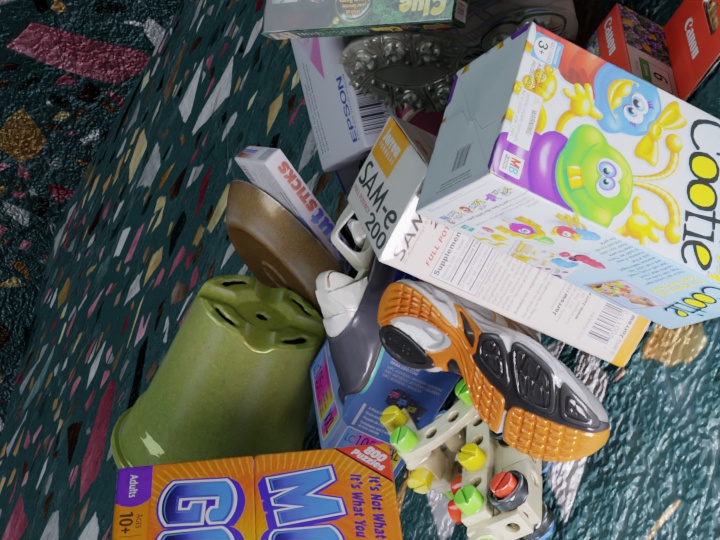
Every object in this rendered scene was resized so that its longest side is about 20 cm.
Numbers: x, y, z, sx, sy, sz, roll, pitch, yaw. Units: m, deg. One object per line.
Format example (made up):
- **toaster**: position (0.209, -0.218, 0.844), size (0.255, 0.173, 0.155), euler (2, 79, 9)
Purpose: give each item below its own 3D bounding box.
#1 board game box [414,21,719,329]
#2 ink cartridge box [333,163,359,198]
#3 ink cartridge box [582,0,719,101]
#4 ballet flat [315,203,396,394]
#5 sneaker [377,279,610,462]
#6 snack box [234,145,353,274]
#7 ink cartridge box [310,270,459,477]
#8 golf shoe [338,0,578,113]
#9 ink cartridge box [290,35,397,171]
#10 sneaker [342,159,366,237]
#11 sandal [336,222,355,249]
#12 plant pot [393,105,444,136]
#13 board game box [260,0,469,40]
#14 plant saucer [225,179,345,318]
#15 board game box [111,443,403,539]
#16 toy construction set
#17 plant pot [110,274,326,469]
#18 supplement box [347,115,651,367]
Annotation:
- **board game box**: position (0.153, -0.054, 0.934), size (0.105, 0.198, 0.104), euler (-23, 46, 64)
- **ink cartridge box**: position (0.009, -0.187, 1.578), size (0.075, 0.137, 0.201), euler (-8, 46, 15)
- **ink cartridge box**: position (0.199, -0.141, 1.142), size (0.200, 0.050, 0.110), euler (-54, 22, 36)
- **ballet flat**: position (0.000, 0.000, 1.225), size (0.073, 0.073, 0.202), euler (-25, 44, 63)
- **sneaker**: position (0.107, 0.057, 1.046), size (0.200, 0.091, 0.076), euler (37, 126, 36)
- **snack box**: position (-0.045, -0.037, 1.461), size (0.024, 0.201, 0.072), euler (-44, 25, -18)
- **ink cartridge box**: position (0.038, 0.057, 1.298), size (0.201, 0.076, 0.137), euler (-57, 21, 20)
- **golf shoe**: position (0.083, -0.190, 1.227), size (0.198, 0.079, 0.098), euler (-4, 43, 19)
- **ink cartridge box**: position (-0.031, -0.195, 1.363), size (0.200, 0.043, 0.199), euler (164, 92, -71)
- **sneaker**: position (0.031, -0.086, 1.413), size (0.086, 0.081, 0.200), euler (-23, 18, 41)
- **sandal**: position (0.035, -0.039, 1.468), size (0.080, 0.057, 0.200), euler (-53, 29, -19)
- **plant pot**: position (0.085, -0.201, 1.340), size (0.200, 0.198, 0.181), euler (-42, 45, 51)
- **board game box**: position (0.006, -0.242, 1.206), size (0.198, 0.023, 0.106), euler (5, 80, 39)
- **plant saucer**: position (-0.074, -0.004, 1.505), size (0.035, 0.201, 0.200), euler (-43, 14, -15)
- **board game box**: position (-0.064, 0.269, 1.041), size (0.201, 0.197, 0.202), euler (-98, 4, -57)
- **toy construction set**: position (0.075, 0.162, 1.065), size (0.130, 0.092, 0.201), euler (-27, 45, 25)
- **plant pot**: position (-0.120, 0.115, 1.448), size (0.201, 0.198, 0.186), euler (-103, 32, -60)
- **supplement box**: position (0.100, -0.021, 1.042), size (0.074, 0.198, 0.126), euler (-61, 19, 14)
